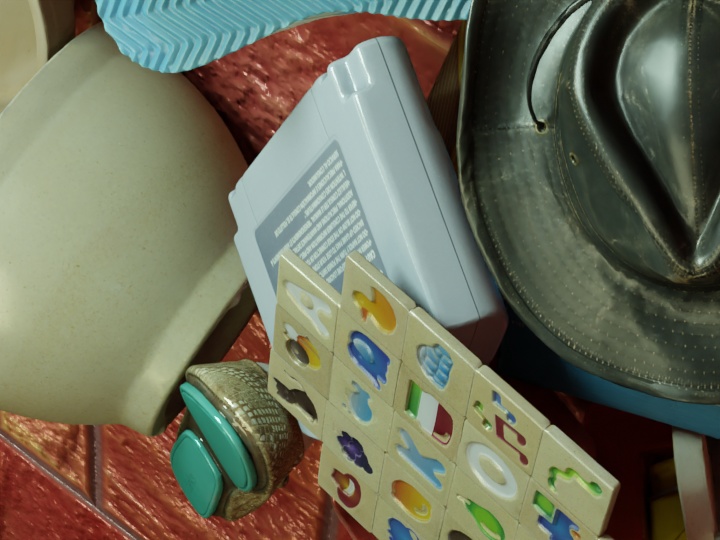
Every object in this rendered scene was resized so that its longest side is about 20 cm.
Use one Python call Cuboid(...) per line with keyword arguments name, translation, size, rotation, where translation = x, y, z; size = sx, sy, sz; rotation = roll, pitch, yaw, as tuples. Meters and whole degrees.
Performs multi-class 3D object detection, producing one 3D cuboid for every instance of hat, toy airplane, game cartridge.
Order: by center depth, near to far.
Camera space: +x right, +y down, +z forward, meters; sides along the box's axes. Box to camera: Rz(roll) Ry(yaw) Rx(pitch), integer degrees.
Cuboid(name="hat", translation=(0.118, -0.049, 0.767), size=(0.201, 0.201, 0.081), rotation=(47, -168, 1))
Cuboid(name="game cartridge", translation=(0.000, 0.000, 0.920), size=(0.134, 0.041, 0.200), rotation=(66, 159, 7))
Cuboid(name="toy airplane", translation=(0.160, 0.147, 0.978), size=(0.200, 0.141, 0.200), rotation=(149, 100, -86))

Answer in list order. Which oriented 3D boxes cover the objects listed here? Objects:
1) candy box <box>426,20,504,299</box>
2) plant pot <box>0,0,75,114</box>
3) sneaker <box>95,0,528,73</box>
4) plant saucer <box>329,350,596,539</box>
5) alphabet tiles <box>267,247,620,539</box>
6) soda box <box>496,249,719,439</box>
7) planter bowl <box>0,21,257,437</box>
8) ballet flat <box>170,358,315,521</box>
Cuboid(name="candy box", translation=(0.082, -0.043, 0.942), size=(0.115, 0.055, 0.200), rotation=(41, 148, 10))
Cuboid(name="plant pot", translation=(-0.206, -0.171, 1.105), size=(0.200, 0.093, 0.201), rotation=(25, 142, 21))
Cuboid(name="sneaker", translation=(-0.001, -0.133, 0.854), size=(0.199, 0.081, 0.077), rotation=(-8, 117, 20))
Cuboid(name="plant saucer", translation=(0.043, 0.088, 0.978), size=(0.200, 0.037, 0.200), rotation=(51, 151, 44))
Cuboid(name="alphabet tiles", translation=(0.036, 0.081, 0.867), size=(0.200, 0.006, 0.167), rotation=(41, 151, 22))
Cuboid(name="soda box", translation=(0.156, 0.025, 0.855), size=(0.199, 0.064, 0.068), rotation=(17, 148, 10))
Cuboid(name="planter bowl", translation=(-0.120, -0.004, 1.111), size=(0.135, 0.200, 0.200), rotation=(34, 147, 4))
Cuboid(name="ballet flat", translation=(-0.051, 0.072, 1.070), size=(0.071, 0.065, 0.200), rotation=(58, 165, 4))
